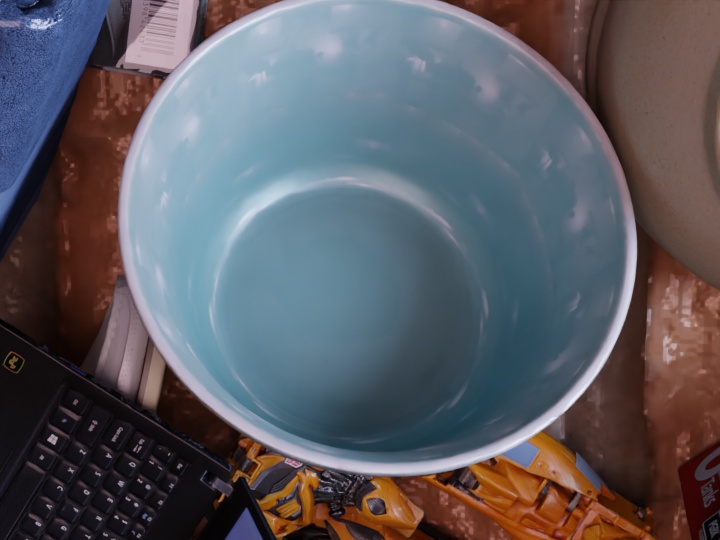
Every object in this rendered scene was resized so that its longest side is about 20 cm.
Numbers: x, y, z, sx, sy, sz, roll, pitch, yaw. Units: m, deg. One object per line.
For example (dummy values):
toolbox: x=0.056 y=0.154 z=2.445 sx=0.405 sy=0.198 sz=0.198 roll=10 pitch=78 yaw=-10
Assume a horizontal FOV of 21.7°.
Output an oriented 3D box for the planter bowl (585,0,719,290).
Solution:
planter bowl: x=0.190 y=-0.068 z=0.732 sx=0.198 sy=0.135 sz=0.202 roll=1 pitch=104 yaw=4

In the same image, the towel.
towel: x=-0.141 y=-0.066 z=0.723 sx=0.048 sy=0.112 sz=0.200 roll=25 pitch=138 yaw=-5

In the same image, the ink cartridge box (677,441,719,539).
ink cartridge box: x=0.224 y=0.098 z=0.738 sx=0.175 sy=0.200 sz=0.084 roll=-35 pitch=99 yaw=12

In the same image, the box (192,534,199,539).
box: x=-0.036 y=0.222 z=0.862 sx=0.070 sy=0.064 sz=0.200 roll=-39 pitch=98 yaw=13

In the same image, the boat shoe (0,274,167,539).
boat shoe: x=-0.133 y=0.089 z=0.828 sx=0.068 sy=0.075 sz=0.201 roll=18 pitch=106 yaw=-6

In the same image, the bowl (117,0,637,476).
bowl: x=0.000 y=0.000 z=0.755 sx=0.199 sy=0.105 sz=0.202 roll=4 pitch=67 yaw=-9

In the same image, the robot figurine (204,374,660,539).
robot figurine: x=0.023 y=0.102 z=0.828 sx=0.199 sy=0.058 sz=0.146 roll=30 pitch=104 yaw=-5

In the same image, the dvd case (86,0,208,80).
dvd case: x=-0.158 y=-0.165 z=0.790 sx=0.198 sy=0.022 sz=0.147 roll=9 pitch=106 yaw=3

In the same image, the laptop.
laptop: x=-0.124 y=0.151 z=0.760 sx=0.199 sy=0.103 sz=0.178 roll=33 pitch=111 yaw=-4
